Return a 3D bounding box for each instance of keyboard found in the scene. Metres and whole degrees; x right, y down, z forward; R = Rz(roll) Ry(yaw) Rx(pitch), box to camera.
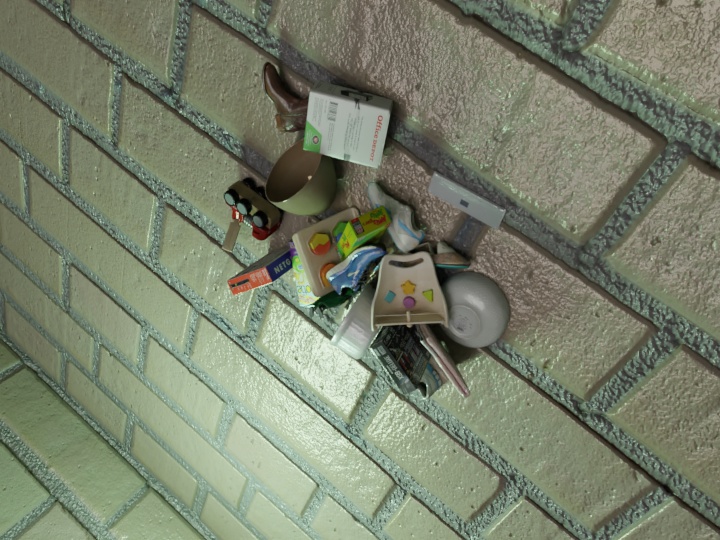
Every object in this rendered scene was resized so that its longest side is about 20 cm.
[{"bbox_3d":[0.252,-0.168,1.318,0.197,0.011,0.057,32,133,16],"label":"keyboard"}]

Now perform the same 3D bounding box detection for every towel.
[{"bbox_3d":[0.207,0.218,1.431,0.032,0.200,0.193,-35,100,6],"label":"towel"}]

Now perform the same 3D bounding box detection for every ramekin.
[{"bbox_3d":[0.005,0.146,1.528,0.096,0.201,0.203,33,129,3],"label":"ramekin"}]

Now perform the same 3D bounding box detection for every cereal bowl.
[{"bbox_3d":[0.275,0.112,1.401,0.195,0.083,0.206,15,121,26],"label":"cereal bowl"}]

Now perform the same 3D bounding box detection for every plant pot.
[{"bbox_3d":[-0.136,-0.225,1.449,0.196,0.206,0.134,-12,143,37],"label":"plant pot"}]

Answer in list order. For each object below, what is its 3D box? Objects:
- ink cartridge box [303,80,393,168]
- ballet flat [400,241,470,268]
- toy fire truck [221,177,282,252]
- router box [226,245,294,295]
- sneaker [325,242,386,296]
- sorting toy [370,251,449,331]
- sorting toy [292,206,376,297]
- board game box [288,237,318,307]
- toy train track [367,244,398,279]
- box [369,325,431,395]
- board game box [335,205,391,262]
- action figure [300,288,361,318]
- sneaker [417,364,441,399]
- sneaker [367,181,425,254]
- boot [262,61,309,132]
[{"bbox_3d":[-0.029,-0.350,1.321,0.193,0.085,0.149,15,124,1],"label":"ink cartridge box"},{"bbox_3d":[0.187,-0.038,1.397,0.194,0.067,0.070,-2,86,32],"label":"ballet flat"},{"bbox_3d":[-0.341,-0.142,1.663,0.174,0.129,0.203,35,140,12],"label":"toy fire truck"},{"bbox_3d":[-0.269,-0.009,1.621,0.176,0.199,0.050,-17,105,38],"label":"router box"},{"bbox_3d":[0.000,0.000,1.412,0.199,0.078,0.091,-38,76,36],"label":"sneaker"},{"bbox_3d":[0.121,0.045,1.384,0.192,0.107,0.186,-3,109,7],"label":"sorting toy"},{"bbox_3d":[-0.066,-0.048,1.491,0.036,0.195,0.190,27,139,68],"label":"sorting toy"},{"bbox_3d":[-0.126,-0.005,1.591,0.100,0.105,0.206,7,119,29],"label":"board game box"},{"bbox_3d":[0.037,-0.014,1.466,0.033,0.114,0.200,48,136,6],"label":"toy train track"},{"bbox_3d":[0.118,0.203,1.470,0.049,0.201,0.159,-29,103,34],"label":"box"},{"bbox_3d":[0.003,-0.088,1.391,0.049,0.099,0.200,60,162,9],"label":"board game box"},{"bbox_3d":[-0.060,0.079,1.531,0.116,0.198,0.057,2,109,42],"label":"action figure"},{"bbox_3d":[0.151,0.279,1.569,0.202,0.086,0.075,51,132,1],"label":"sneaker"},{"bbox_3d":[0.089,-0.147,1.403,0.080,0.076,0.203,-35,87,15],"label":"sneaker"},{"bbox_3d":[-0.146,-0.443,1.399,0.195,0.065,0.191,8,131,34],"label":"boot"}]
